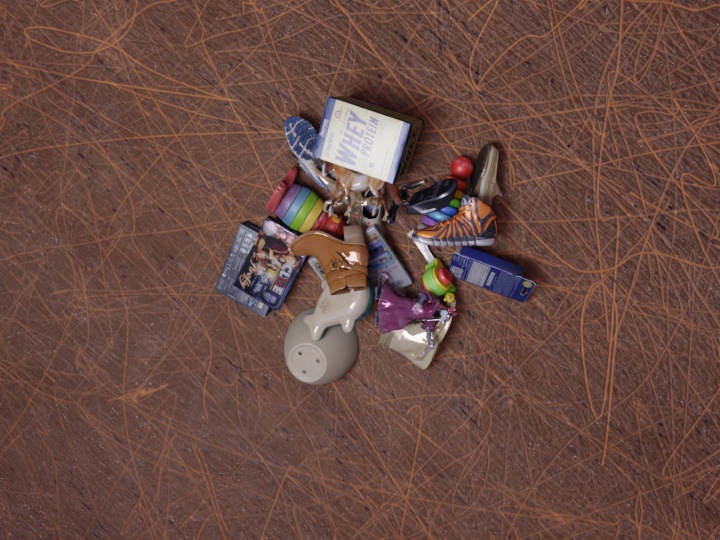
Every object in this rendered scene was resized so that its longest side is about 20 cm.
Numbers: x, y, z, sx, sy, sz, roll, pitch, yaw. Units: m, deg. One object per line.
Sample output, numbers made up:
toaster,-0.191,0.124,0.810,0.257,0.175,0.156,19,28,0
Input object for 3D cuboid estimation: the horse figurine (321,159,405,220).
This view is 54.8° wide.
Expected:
horse figurine,0.003,-0.185,1.592,0.197,0.050,0.135,3,75,-3

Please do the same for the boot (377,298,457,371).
boot,0.141,0.131,1.730,0.154,0.073,0.202,28,111,7

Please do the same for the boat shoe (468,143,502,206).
boat shoe,0.296,-0.192,1.621,0.075,0.072,0.203,9,110,-10

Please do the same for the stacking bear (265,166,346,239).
stacking bear,-0.123,-0.140,1.711,0.199,0.122,0.114,34,130,-6

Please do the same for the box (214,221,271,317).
box,-0.273,-0.003,1.808,0.156,0.051,0.202,27,107,7

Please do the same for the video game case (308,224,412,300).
video game case,0.000,0.000,1.720,0.198,0.022,0.183,-26,117,22

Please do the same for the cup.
cup,-0.115,0.209,1.773,0.197,0.143,0.203,3,104,13

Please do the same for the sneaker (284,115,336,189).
sneaker,-0.127,-0.277,1.681,0.077,0.085,0.201,-38,105,-19

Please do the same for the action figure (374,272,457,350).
action figure,0.133,0.096,1.667,0.197,0.150,0.135,1,124,3

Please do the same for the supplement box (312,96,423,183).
supplement box,0.022,-0.303,1.583,0.198,0.200,0.136,19,108,9

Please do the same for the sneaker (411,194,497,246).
sneaker,0.213,-0.115,1.574,0.197,0.078,0.114,-2,102,-10

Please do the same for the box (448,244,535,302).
box,0.309,0.008,1.638,0.198,0.121,0.033,22,66,9

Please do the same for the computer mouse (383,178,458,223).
computer mouse,0.152,-0.170,1.616,0.198,0.141,0.046,-22,118,31

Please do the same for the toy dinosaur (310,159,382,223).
toy dinosaur,-0.046,-0.177,1.648,0.198,0.058,0.102,28,93,3

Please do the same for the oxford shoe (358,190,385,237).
oxford shoe,0.022,-0.111,1.696,0.070,0.074,0.203,2,104,13

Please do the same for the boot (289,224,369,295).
boot,-0.075,-0.015,1.629,0.197,0.074,0.157,-12,71,19

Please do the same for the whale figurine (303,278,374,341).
whale figurine,-0.048,0.089,1.694,0.200,0.103,0.160,-44,55,19

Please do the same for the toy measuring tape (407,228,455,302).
toy measuring tape,0.165,-0.007,1.674,0.073,0.073,0.201,-34,85,19

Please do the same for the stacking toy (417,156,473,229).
stacking toy,0.207,-0.173,1.639,0.084,0.085,0.202,22,102,7

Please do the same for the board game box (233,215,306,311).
board game box,-0.218,-0.017,1.748,0.134,0.035,0.202,29,106,3
